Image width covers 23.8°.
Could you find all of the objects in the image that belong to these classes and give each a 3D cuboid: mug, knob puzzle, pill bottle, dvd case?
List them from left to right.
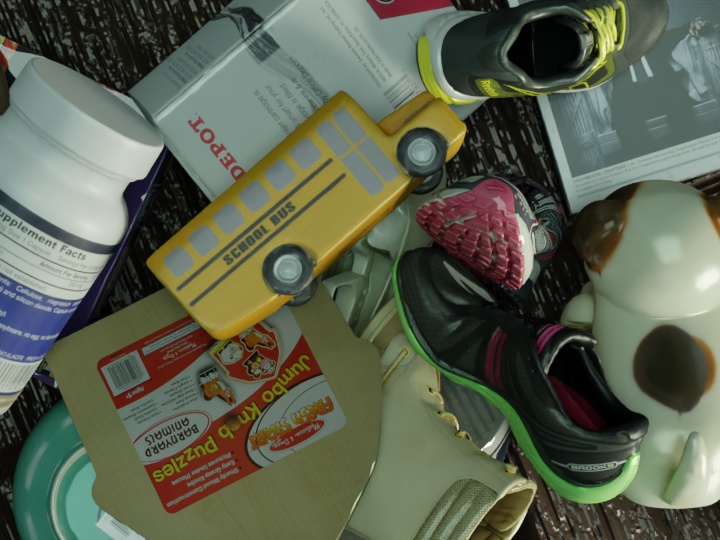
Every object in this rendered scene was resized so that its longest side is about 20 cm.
[{"bbox_3d":[-0.211,-0.020,1.027,0.116,0.116,0.200,35,100,-1],"label":"pill bottle"},{"bbox_3d":[-0.155,0.130,1.130,0.151,0.114,0.186,-8,92,0],"label":"mug"},{"bbox_3d":[-0.075,0.099,1.064,0.219,0.030,0.220,0,75,0],"label":"knob puzzle"},{"bbox_3d":[0.185,-0.155,1.174,0.150,0.025,0.201,-17,92,-1],"label":"dvd case"}]

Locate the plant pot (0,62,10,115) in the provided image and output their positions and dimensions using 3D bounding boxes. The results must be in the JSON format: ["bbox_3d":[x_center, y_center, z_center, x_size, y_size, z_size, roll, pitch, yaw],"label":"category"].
[{"bbox_3d":[-0.332,-0.093,1.093,0.200,0.093,0.202,-5,77,23],"label":"plant pot"}]

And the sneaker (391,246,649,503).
[{"bbox_3d":[0.102,0.050,1.048,0.200,0.077,0.084,44,132,16],"label":"sneaker"}]

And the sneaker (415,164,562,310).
[{"bbox_3d":[0.088,-0.034,1.091,0.081,0.200,0.075,32,87,10],"label":"sneaker"}]

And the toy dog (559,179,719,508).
[{"bbox_3d":[0.186,0.042,1.101,0.139,0.194,0.201,0,98,11],"label":"toy dog"}]

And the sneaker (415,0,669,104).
[{"bbox_3d":[0.133,-0.142,1.088,0.200,0.085,0.075,-20,107,-32],"label":"sneaker"}]

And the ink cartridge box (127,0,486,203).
[{"bbox_3d":[-0.030,-0.119,1.112,0.200,0.083,0.145,-41,119,-3],"label":"ink cartridge box"}]

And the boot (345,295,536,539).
[{"bbox_3d":[0.054,0.099,1.096,0.155,0.073,0.200,26,62,30],"label":"boot"}]

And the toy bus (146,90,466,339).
[{"bbox_3d":[-0.030,-0.040,1.044,0.200,0.065,0.078,-42,84,-5],"label":"toy bus"}]

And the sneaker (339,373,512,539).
[{"bbox_3d":[0.050,0.146,1.158,0.078,0.079,0.200,21,65,31],"label":"sneaker"}]

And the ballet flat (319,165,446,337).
[{"bbox_3d":[0.000,0.000,1.148,0.069,0.069,0.201,21,91,-1],"label":"ballet flat"}]

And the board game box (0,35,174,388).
[{"bbox_3d":[-0.233,-0.045,1.156,0.165,0.057,0.200,25,91,0],"label":"board game box"}]
